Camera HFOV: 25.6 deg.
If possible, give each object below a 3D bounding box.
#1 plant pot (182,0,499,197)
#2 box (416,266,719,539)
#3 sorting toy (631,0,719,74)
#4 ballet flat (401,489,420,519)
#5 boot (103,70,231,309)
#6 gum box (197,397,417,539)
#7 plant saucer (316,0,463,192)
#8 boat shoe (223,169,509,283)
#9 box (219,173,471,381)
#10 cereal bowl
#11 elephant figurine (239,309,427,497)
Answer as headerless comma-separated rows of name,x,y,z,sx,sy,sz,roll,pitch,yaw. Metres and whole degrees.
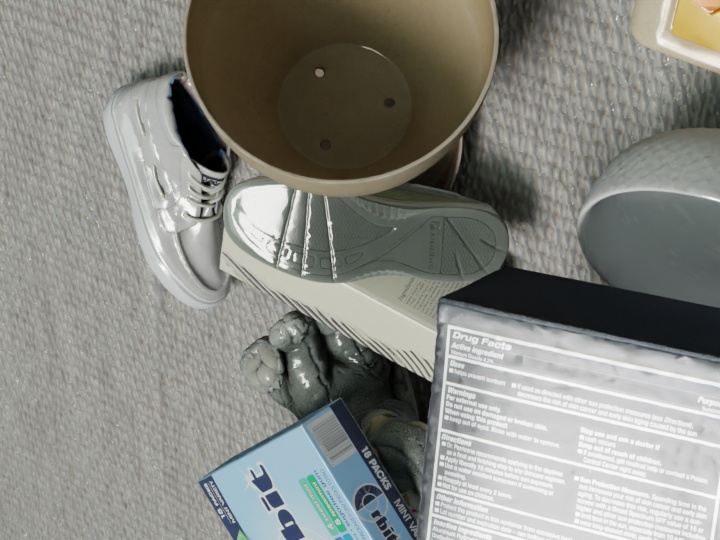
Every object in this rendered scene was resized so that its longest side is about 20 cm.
plant pot,-0.011,-0.132,1.059,0.200,0.200,0.134,43,169,12
box,0.150,0.117,0.977,0.200,0.123,0.199,12,107,24
sorting toy,0.255,-0.183,0.913,0.200,0.036,0.185,27,130,26
ballet flat,0.041,0.220,1.274,0.200,0.064,0.076,-123,34,-46
boot,-0.141,-0.065,1.303,0.096,0.074,0.200,-11,106,50
gum box,-0.029,0.202,1.213,0.170,0.045,0.200,58,147,1
plant saucer,-0.001,-0.126,1.184,0.200,0.032,0.200,20,127,30
boat shoe,0.003,-0.034,1.129,0.202,0.065,0.075,3,110,-3
box,0.000,0.000,1.183,0.200,0.082,0.068,28,147,9
cereal bowl,0.239,-0.024,0.983,0.200,0.083,0.200,24,159,10
elephant figurine,0.002,0.123,1.247,0.141,0.155,0.200,-37,79,23
